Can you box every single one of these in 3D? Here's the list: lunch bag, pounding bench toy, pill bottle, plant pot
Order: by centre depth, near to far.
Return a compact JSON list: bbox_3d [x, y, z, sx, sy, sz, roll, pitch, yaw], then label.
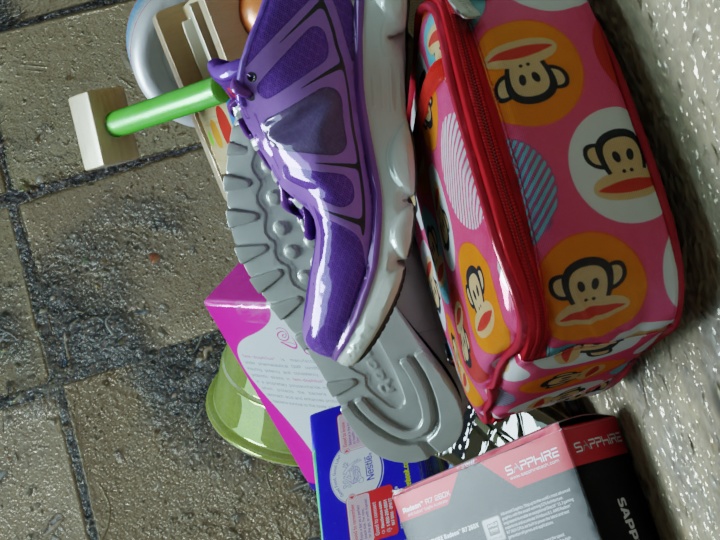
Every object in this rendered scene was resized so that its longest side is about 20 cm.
[{"bbox_3d":[0.066,-0.036,0.599,0.200,0.082,0.176,94,163,-73],"label":"lunch bag"},{"bbox_3d":[-0.062,-0.109,0.800,0.124,0.200,0.156,69,164,-6],"label":"pounding bench toy"},{"bbox_3d":[-0.124,-0.174,1.071,0.200,0.109,0.109,-129,24,-72],"label":"pill bottle"},{"bbox_3d":[-0.038,0.037,1.225,0.200,0.200,0.190,-117,25,-56],"label":"plant pot"}]

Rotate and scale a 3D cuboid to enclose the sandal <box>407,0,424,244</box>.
[{"bbox_3d":[0.036,-0.062,0.744,0.054,0.080,0.200,-124,23,-60],"label":"sandal"}]

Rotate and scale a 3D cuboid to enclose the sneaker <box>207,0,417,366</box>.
[{"bbox_3d":[-0.020,-0.060,0.581,0.081,0.083,0.200,-114,21,-84],"label":"sneaker"}]

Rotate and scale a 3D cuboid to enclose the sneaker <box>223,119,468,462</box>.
[{"bbox_3d":[-0.003,-0.005,0.695,0.200,0.076,0.081,67,-155,-16],"label":"sneaker"}]

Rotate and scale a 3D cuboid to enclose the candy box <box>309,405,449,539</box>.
[{"bbox_3d":[0.039,0.203,0.900,0.169,0.077,0.200,-98,-15,-49],"label":"candy box"}]

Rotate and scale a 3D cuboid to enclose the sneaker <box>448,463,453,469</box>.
[{"bbox_3d":[0.109,0.192,0.846,0.078,0.070,0.200,-123,10,-61],"label":"sneaker"}]

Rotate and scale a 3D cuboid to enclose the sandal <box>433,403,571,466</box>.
[{"bbox_3d":[0.084,0.098,0.779,0.200,0.055,0.082,34,114,48],"label":"sandal"}]

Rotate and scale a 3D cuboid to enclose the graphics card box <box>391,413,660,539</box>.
[{"bbox_3d":[0.100,0.184,0.688,0.125,0.051,0.200,-31,71,41],"label":"graphics card box"}]

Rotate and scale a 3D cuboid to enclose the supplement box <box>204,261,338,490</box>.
[{"bbox_3d":[-0.017,0.070,1.073,0.101,0.103,0.200,2,132,39],"label":"supplement box"}]
